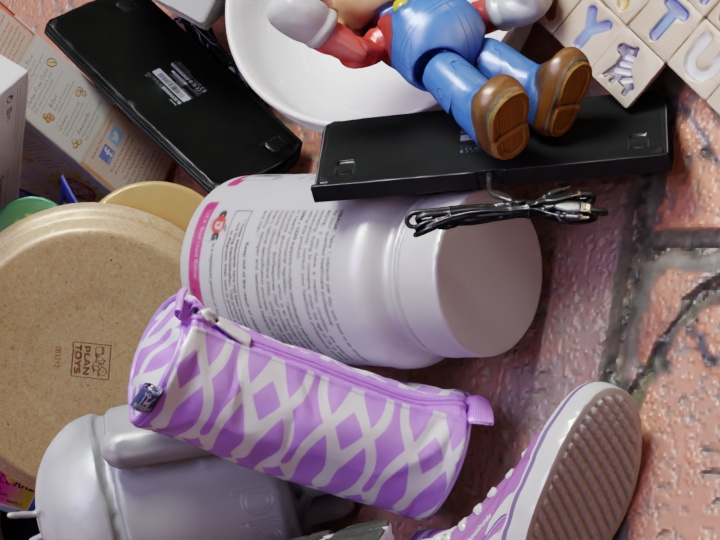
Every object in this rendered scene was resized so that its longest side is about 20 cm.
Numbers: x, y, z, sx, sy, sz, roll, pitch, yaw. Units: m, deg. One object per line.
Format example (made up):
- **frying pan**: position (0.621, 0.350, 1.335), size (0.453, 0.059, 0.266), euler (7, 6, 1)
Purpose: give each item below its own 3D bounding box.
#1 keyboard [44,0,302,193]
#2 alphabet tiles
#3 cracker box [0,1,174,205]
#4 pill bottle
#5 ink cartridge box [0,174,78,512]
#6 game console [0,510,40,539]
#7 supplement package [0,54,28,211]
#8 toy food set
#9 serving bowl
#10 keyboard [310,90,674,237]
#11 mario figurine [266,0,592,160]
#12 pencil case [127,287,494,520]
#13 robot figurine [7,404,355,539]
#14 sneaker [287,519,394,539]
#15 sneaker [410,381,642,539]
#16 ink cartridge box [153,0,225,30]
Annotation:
- **keyboard**: position (-0.113, -0.113, 1.649), size (0.200, 0.104, 0.040), euler (45, 146, 30)
- **alphabet tiles**: position (0.180, -0.172, 1.392), size (0.167, 0.008, 0.200), euler (-50, 61, 16)
- **cracker box**: position (-0.238, -0.107, 1.680), size (0.134, 0.200, 0.058), euler (1, 59, 44)
- **pill bottle**: position (0.000, 0.000, 1.473), size (0.200, 0.113, 0.114), euler (1, 77, 44)
- **ink cartridge box**: position (-0.217, 0.039, 1.658), size (0.200, 0.076, 0.136), euler (-60, 29, 14)
- **game console**: position (-0.151, 0.120, 1.643), size (0.177, 0.031, 0.200), euler (29, 98, 46)
- **supplement package**: position (-0.320, -0.095, 1.572), size (0.200, 0.111, 0.156), euler (34, 144, 15)
- **toy food set**: position (-0.166, 0.048, 1.558), size (0.049, 0.197, 0.200), euler (-96, -4, -75)
- **serving bowl**: position (0.021, -0.162, 1.523), size (0.200, 0.066, 0.201), euler (-9, 64, 19)
- **keyboard**: position (0.072, -0.055, 1.390), size (0.200, 0.021, 0.127), euler (-5, 33, 9)
- **mario figurine**: position (0.031, -0.147, 1.401), size (0.200, 0.123, 0.106), euler (35, 99, 31)
- **pencil case**: position (-0.033, 0.073, 1.408), size (0.086, 0.200, 0.084), euler (-59, 23, 26)
- **robot figurine**: position (-0.106, 0.129, 1.497), size (0.200, 0.170, 0.113), euler (-14, 58, -1)
- **sneaker**: position (-0.020, 0.201, 1.431), size (0.200, 0.078, 0.090), euler (124, 134, -63)
- **sneaker**: position (0.074, 0.140, 1.387), size (0.114, 0.073, 0.201), euler (30, 98, 49)
- **ink cartridge box**: position (-0.083, -0.265, 1.616), size (0.200, 0.087, 0.145), euler (-63, 2, 11)
